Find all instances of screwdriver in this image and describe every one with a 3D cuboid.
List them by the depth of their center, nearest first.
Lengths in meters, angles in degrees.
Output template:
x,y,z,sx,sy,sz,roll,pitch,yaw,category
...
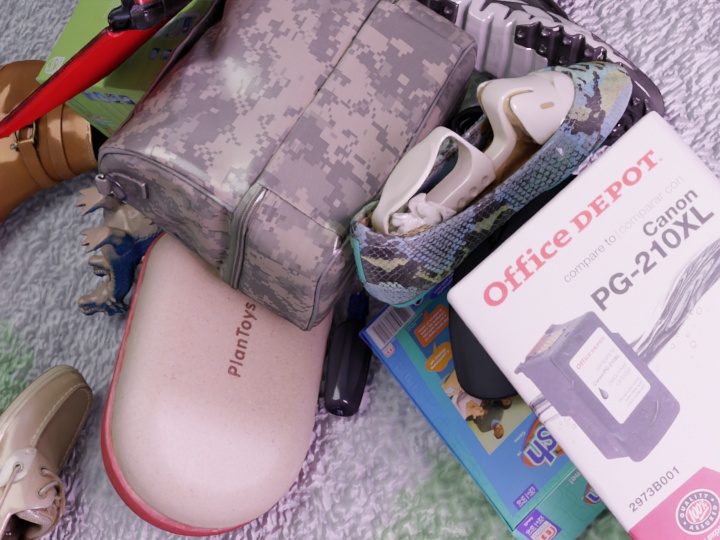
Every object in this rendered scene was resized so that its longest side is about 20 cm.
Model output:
x,y,z,sx,sy,sz,roll,pitch,yaw,category
0.000,0.000,1.184,0.028,0.029,0.201,-13,59,35,screwdriver

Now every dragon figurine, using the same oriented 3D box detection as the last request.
x,y,z,sx,sy,sz,roll,pitch,yaw,category
-0.132,-0.032,1.292,0.199,0.099,0.059,-25,60,19,dragon figurine

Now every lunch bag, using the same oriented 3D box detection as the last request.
x,y,z,sx,sy,sz,roll,pitch,yaw,category
-0.044,-0.091,1.107,0.201,0.167,0.139,-56,-4,-21,lunch bag

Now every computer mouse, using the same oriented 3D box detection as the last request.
x,y,z,sx,sy,sz,roll,pitch,yaw,category
0.070,-0.023,1.061,0.140,0.046,0.201,1,61,41,computer mouse

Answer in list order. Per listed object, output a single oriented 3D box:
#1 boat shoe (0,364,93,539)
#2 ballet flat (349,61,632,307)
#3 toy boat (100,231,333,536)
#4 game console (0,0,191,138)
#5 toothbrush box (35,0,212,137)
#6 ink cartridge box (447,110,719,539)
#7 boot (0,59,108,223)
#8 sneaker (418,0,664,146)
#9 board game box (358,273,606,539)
x,y,z,sx,sy,sz,roll,pitch,yaw,category
-0.232,0.159,1.258,0.065,0.072,0.201,19,64,25,boat shoe
0.072,-0.064,1.016,0.200,0.074,0.074,-45,39,-15,ballet flat
-0.101,0.075,1.178,0.131,0.130,0.201,135,151,-56,toy boat
-0.156,-0.189,1.115,0.118,0.174,0.200,-6,16,13,game console
-0.106,-0.122,1.285,0.199,0.145,0.086,13,70,47,toothbrush box
0.161,0.044,0.913,0.145,0.084,0.200,-42,68,9,ink cartridge box
-0.270,-0.077,1.460,0.154,0.074,0.201,-2,75,25,boot
0.114,-0.140,1.156,0.199,0.090,0.067,26,121,28,sneaker
0.103,0.046,1.051,0.152,0.045,0.200,-45,40,6,board game box
